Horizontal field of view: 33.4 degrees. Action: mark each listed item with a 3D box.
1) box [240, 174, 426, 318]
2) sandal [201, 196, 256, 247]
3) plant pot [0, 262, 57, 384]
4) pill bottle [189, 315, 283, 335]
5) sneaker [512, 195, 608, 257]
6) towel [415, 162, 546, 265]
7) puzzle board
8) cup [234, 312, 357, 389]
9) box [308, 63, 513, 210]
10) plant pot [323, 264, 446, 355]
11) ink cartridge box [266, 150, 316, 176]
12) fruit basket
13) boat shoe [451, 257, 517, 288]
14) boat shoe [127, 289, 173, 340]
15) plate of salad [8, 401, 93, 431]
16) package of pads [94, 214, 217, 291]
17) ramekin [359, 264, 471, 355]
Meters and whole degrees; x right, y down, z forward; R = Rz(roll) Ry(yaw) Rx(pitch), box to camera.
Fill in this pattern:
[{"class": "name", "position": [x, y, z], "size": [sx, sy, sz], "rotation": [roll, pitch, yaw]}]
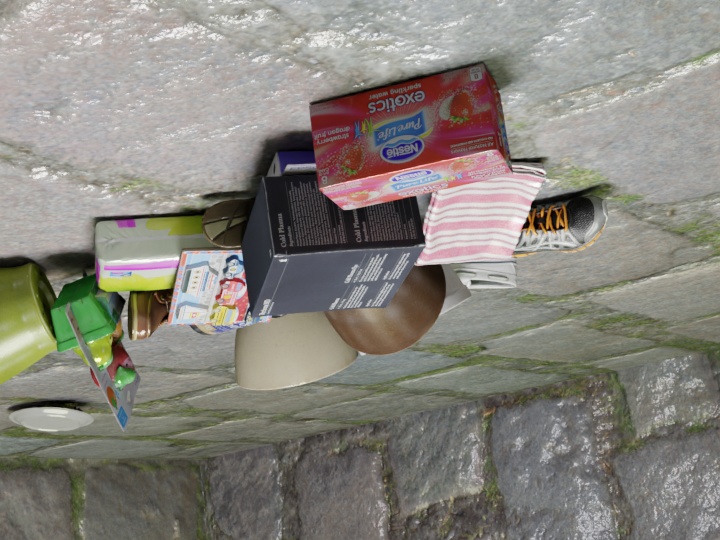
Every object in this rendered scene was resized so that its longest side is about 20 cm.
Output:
[{"class": "box", "position": [-0.039, -0.030, 1.454], "size": [0.182, 0.104, 0.200], "rotation": [-5, 158, -16]}, {"class": "sandal", "position": [-0.112, -0.060, 1.575], "size": [0.200, 0.082, 0.055], "rotation": [-4, -178, -17]}, {"class": "plant pot", "position": [-0.535, 0.080, 1.717], "size": [0.193, 0.200, 0.200], "rotation": [-20, 166, -1]}, {"class": "pill bottle", "position": [-0.165, 0.025, 1.797], "size": [0.200, 0.112, 0.112], "rotation": [-15, 164, 29]}, {"class": "sneaker", "position": [0.269, -0.064, 1.753], "size": [0.200, 0.078, 0.077], "rotation": [-19, 156, 38]}, {"class": "towel", "position": [0.159, -0.071, 1.619], "size": [0.146, 0.030, 0.200], "rotation": [-3, 142, -15]}, {"class": "puzzle board", "position": [-0.181, 0.026, 1.651], "size": [0.151, 0.017, 0.200], "rotation": [-2, 149, -17]}, {"class": "cup", "position": [-0.118, 0.089, 1.922], "size": [0.200, 0.143, 0.200], "rotation": [-13, -168, 3]}, {"class": "box", "position": [0.055, -0.140, 1.291], "size": [0.200, 0.100, 0.095], "rotation": [-11, 166, 15]}, {"class": "plant pot", "position": [0.000, 0.000, 1.702], "size": [0.187, 0.187, 0.200], "rotation": [-13, 152, 21]}, {"class": "ink cartridge box", "position": [-0.014, -0.115, 1.468], "size": [0.198, 0.043, 0.200], "rotation": [-4, 166, -15]}, {"class": "fruit basket", "position": [-0.365, 0.109, 1.735], "size": [0.094, 0.200, 0.185], "rotation": [-26, -162, 6]}, {"class": "boat shoe", "position": [0.166, 0.008, 1.992], "size": [0.200, 0.067, 0.074], "rotation": [-7, 165, -2]}, {"class": "boat shoe", "position": [-0.303, 0.047, 1.753], "size": [0.068, 0.072, 0.200], "rotation": [5, -162, -6]}, {"class": "plate of salad", "position": [-0.745, 0.348, 2.893], "size": [0.200, 0.048, 0.200], "rotation": [-1, 157, -1]}, {"class": "package of pads", "position": [-0.264, -0.022, 1.650], "size": [0.200, 0.068, 0.155], "rotation": [-3, 165, -14]}, {"class": "ramekin", "position": [0.064, 0.042, 1.886], "size": [0.200, 0.105, 0.200], "rotation": [-29, 178, -1]}]
